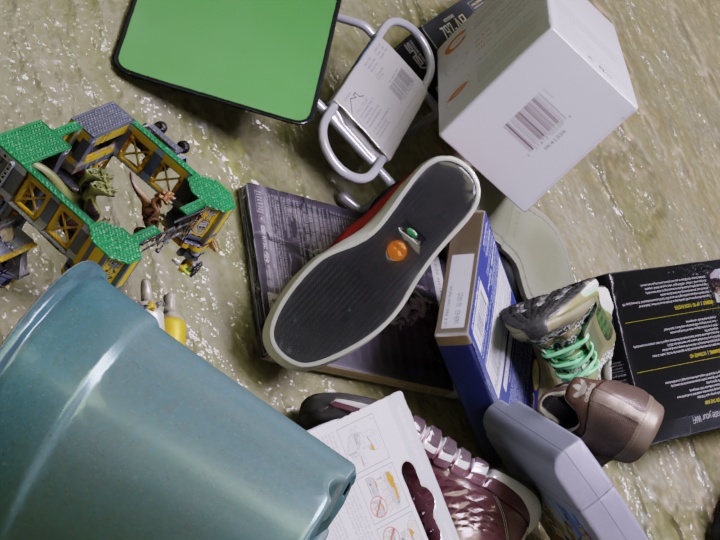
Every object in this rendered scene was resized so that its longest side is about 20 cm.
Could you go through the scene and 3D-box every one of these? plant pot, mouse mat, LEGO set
[{"bbox_3d":[-0.121,0.129,1.109,0.196,0.200,0.200,30,42,7],"label":"plant pot"},{"bbox_3d":[-0.098,-0.204,1.528,0.161,0.008,0.200,16,51,-6],"label":"mouse mat"},{"bbox_3d":[-0.188,-0.022,1.284,0.154,0.116,0.200,37,27,1],"label":"LEGO set"}]

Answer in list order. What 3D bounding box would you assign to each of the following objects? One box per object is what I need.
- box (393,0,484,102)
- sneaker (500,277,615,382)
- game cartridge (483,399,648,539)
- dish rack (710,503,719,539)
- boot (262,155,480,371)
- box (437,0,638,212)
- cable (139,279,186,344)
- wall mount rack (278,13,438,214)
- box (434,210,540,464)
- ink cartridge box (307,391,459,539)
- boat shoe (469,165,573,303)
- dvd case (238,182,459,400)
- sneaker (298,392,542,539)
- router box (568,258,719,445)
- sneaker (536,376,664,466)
[{"bbox_3d":[0.136,-0.178,1.749,0.160,0.044,0.200,53,41,-2],"label":"box"},{"bbox_3d":[0.170,0.059,1.521,0.200,0.077,0.089,6,63,-70],"label":"sneaker"},{"bbox_3d":[0.171,0.192,1.442,0.041,0.133,0.200,-35,114,-8],"label":"game cartridge"},{"bbox_3d":[0.395,0.245,1.704,0.200,0.055,0.153,47,42,-10],"label":"dish rack"},{"bbox_3d":[0.000,0.000,1.461,0.200,0.144,0.072,-45,95,-11],"label":"boot"},{"bbox_3d":[0.137,-0.155,1.559,0.097,0.124,0.200,41,21,-16],"label":"box"},{"bbox_3d":[-0.141,0.103,1.294,0.097,0.050,0.200,3,62,-45],"label":"cable"},{"bbox_3d":[-0.023,-0.146,1.562,0.174,0.075,0.200,46,41,-15],"label":"wall mount rack"},{"bbox_3d":[0.102,0.064,1.513,0.200,0.032,0.121,65,27,-45],"label":"box"},{"bbox_3d":[-0.023,0.187,1.323,0.200,0.050,0.163,-21,89,-45],"label":"ink cartridge box"},{"bbox_3d":[0.111,-0.020,1.601,0.199,0.066,0.075,40,60,-48],"label":"boat shoe"},{"bbox_3d":[-0.003,0.018,1.509,0.200,0.016,0.149,13,54,-36],"label":"dvd case"},{"bbox_3d":[0.032,0.174,1.399,0.200,0.076,0.116,28,65,-11],"label":"sneaker"},{"bbox_3d":[0.275,0.070,1.688,0.200,0.051,0.150,-6,81,-45],"label":"router box"},{"bbox_3d":[0.166,0.114,1.484,0.075,0.200,0.071,31,70,-5],"label":"sneaker"}]
